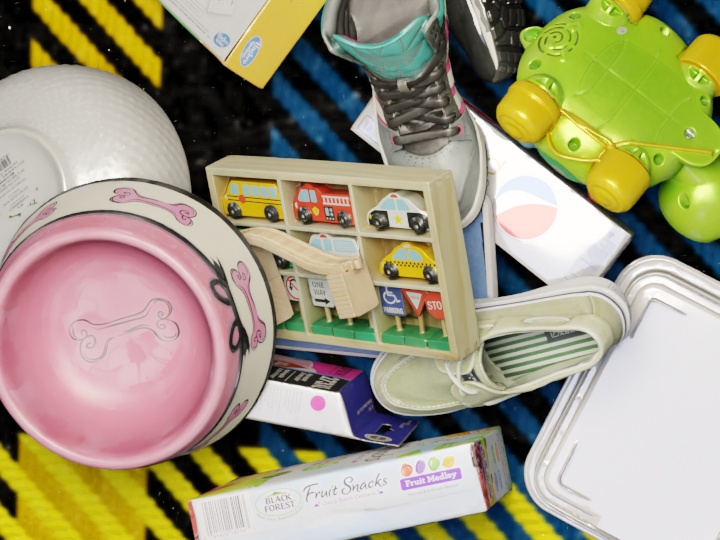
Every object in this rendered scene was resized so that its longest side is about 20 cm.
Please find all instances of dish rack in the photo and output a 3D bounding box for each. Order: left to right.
[{"bbox_3d":[0.221,0.108,1.641,0.171,0.044,0.201,27,98,6],"label":"dish rack"}]

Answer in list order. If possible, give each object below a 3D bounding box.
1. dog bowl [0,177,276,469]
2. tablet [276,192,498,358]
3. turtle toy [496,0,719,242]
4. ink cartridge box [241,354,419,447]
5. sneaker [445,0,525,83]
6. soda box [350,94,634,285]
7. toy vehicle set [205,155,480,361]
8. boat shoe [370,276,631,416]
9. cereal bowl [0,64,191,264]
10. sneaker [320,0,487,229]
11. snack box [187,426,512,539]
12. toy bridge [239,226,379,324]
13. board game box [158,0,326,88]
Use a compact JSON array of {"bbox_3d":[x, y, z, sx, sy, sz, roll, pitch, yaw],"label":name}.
[{"bbox_3d":[-0.160,0.043,1.578,0.199,0.074,0.201,3,106,11],"label":"dog bowl"},{"bbox_3d":[0.000,0.000,1.651,0.199,0.014,0.131,5,113,23],"label":"tablet"},{"bbox_3d":[0.186,-0.098,1.605,0.200,0.101,0.146,39,73,5],"label":"turtle toy"},{"bbox_3d":[-0.060,0.083,1.659,0.199,0.095,0.037,12,99,9],"label":"ink cartridge box"},{"bbox_3d":[0.047,-0.216,1.650,0.087,0.076,0.201,-22,85,25],"label":"sneaker"},{"bbox_3d":[0.092,-0.062,1.641,0.200,0.068,0.064,39,98,5],"label":"soda box"},{"bbox_3d":[-0.014,-0.010,1.596,0.199,0.026,0.125,6,115,40],"label":"toy vehicle set"},{"bbox_3d":[0.085,0.055,1.592,0.199,0.062,0.072,-22,102,30],"label":"boat shoe"},{"bbox_3d":[-0.223,-0.048,1.662,0.199,0.083,0.201,-1,88,26],"label":"cereal bowl"},{"bbox_3d":[0.031,-0.126,1.549,0.083,0.121,0.201,-15,83,15],"label":"sneaker"},{"bbox_3d":[-0.004,0.154,1.630,0.199,0.142,0.053,-12,90,11],"label":"snack box"},{"bbox_3d":[-0.069,0.005,1.614,0.200,0.027,0.067,-9,104,45],"label":"toy bridge"},{"bbox_3d":[-0.055,-0.243,1.626,0.200,0.040,0.153,-53,42,8],"label":"board game box"}]
